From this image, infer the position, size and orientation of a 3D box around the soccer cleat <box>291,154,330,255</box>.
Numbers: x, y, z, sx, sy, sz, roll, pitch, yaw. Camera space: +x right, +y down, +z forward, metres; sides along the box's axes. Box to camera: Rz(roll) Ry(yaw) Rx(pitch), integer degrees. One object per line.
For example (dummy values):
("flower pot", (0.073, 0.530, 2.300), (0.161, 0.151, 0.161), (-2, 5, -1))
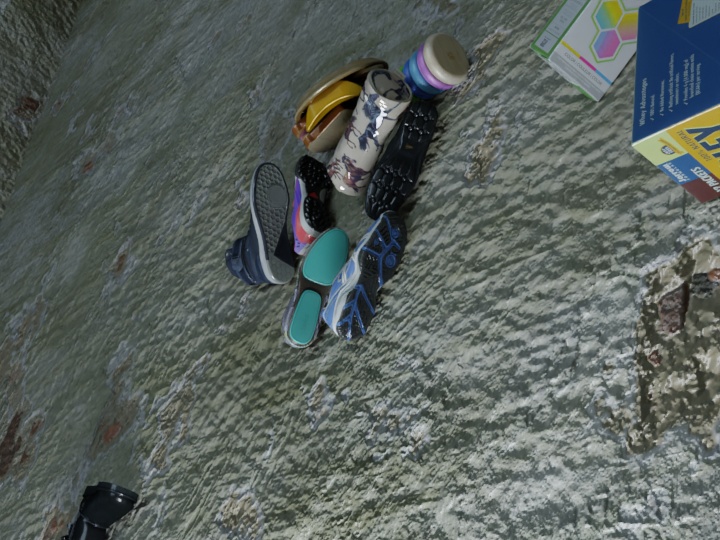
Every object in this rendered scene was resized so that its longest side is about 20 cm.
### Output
("soccer cleat", (-0.091, -0.115, 1.990), (0.073, 0.067, 0.202), (-51, 30, 35))

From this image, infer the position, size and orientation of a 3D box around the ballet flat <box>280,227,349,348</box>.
("ballet flat", (-0.076, 0.028, 1.848), (0.072, 0.072, 0.203), (-2, 62, 54))

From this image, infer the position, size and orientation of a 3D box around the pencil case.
("pencil case", (0.014, -0.219, 1.849), (0.202, 0.077, 0.090), (-63, 0, 36))

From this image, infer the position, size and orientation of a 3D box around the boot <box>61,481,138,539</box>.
("boot", (-0.463, 0.457, 2.043), (0.197, 0.073, 0.165), (-22, 45, 56))

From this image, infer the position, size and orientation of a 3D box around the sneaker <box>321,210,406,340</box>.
("sneaker", (0.000, 0.000, 1.744), (0.077, 0.075, 0.202), (22, 82, 54))

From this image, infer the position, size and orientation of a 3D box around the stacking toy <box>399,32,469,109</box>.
("stacking toy", (0.083, -0.293, 1.880), (0.199, 0.085, 0.087), (-33, 39, 48))

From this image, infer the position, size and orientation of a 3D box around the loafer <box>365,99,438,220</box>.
("loafer", (0.065, -0.163, 1.807), (0.070, 0.067, 0.203), (88, -154, -78))

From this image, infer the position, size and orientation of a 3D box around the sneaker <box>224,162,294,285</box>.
("sneaker", (-0.181, -0.075, 2.018), (0.145, 0.076, 0.206), (-7, 87, 56))

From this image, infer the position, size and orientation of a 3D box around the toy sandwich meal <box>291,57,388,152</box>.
("toy sandwich meal", (-0.028, -0.276, 1.977), (0.204, 0.204, 0.071), (-37, 80, 34))

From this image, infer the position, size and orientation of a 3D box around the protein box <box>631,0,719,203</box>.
("protein box", (0.412, -0.217, 1.264), (0.199, 0.134, 0.201), (-24, 46, 44))

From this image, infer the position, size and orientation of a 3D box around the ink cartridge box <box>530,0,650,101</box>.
("ink cartridge box", (0.323, -0.334, 1.525), (0.201, 0.103, 0.059), (-53, 32, 10))
